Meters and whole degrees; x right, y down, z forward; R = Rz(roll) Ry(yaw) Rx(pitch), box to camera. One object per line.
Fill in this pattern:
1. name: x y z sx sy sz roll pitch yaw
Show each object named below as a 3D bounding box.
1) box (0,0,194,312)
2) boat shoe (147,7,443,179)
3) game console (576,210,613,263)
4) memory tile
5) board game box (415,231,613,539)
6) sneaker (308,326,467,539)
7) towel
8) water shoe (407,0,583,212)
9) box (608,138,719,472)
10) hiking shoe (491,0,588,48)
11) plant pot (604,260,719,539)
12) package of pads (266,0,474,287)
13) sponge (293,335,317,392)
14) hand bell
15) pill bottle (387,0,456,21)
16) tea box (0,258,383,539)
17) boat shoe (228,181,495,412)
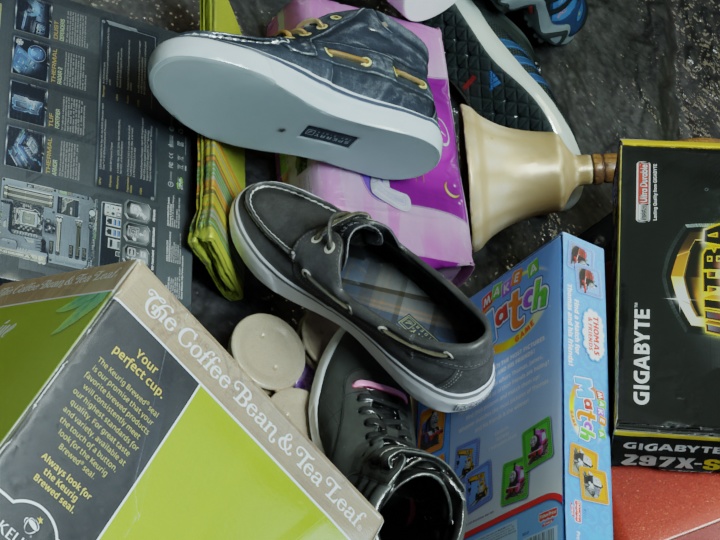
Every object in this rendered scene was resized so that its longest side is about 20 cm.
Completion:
1. box: -0.179 -0.067 0.884 0.158 0.051 0.200 13 60 -30
2. boat shoe: -0.039 -0.123 0.908 0.200 0.071 0.091 16 55 -32
3. game console: 0.202 0.066 1.036 0.200 0.172 0.119 53 23 0
4. memory tile: 0.010 0.111 0.903 0.153 0.017 0.200 -10 71 -37
5. board game box: 0.083 0.098 0.848 0.037 0.151 0.200 19 56 -25
6. sneaker: 0.020 0.103 0.838 0.071 0.099 0.200 18 55 -23
7. towel: -0.090 -0.086 0.945 0.018 0.086 0.200 -6 62 7
8. water shoe: 0.117 -0.139 1.112 0.079 0.071 0.200 -27 83 -46
9. box: 0.223 0.019 0.843 0.159 0.049 0.200 4 56 6
10. hiking shoe: 0.149 -0.227 1.129 0.074 0.087 0.200 58 19 14
11. plant pot: 0.200 0.088 0.933 0.200 0.200 0.176 -19 68 -8
12. package of pads: 0.005 -0.083 1.001 0.120 0.076 0.200 8 62 -28
13. sponge: 0.011 0.136 0.920 0.111 0.030 0.200 6 64 -32
14. hand bell: 0.171 -0.072 1.028 0.200 0.104 0.104 -5 64 2
15. pill bottle: -0.004 -0.270 1.039 0.112 0.112 0.200 -27 66 -40
16. tea box: -0.128 0.135 0.711 0.200 0.134 0.197 50 55 -26
17. boat shoe: 0.000 0.000 0.853 0.070 0.066 0.200 -31 60 -28
